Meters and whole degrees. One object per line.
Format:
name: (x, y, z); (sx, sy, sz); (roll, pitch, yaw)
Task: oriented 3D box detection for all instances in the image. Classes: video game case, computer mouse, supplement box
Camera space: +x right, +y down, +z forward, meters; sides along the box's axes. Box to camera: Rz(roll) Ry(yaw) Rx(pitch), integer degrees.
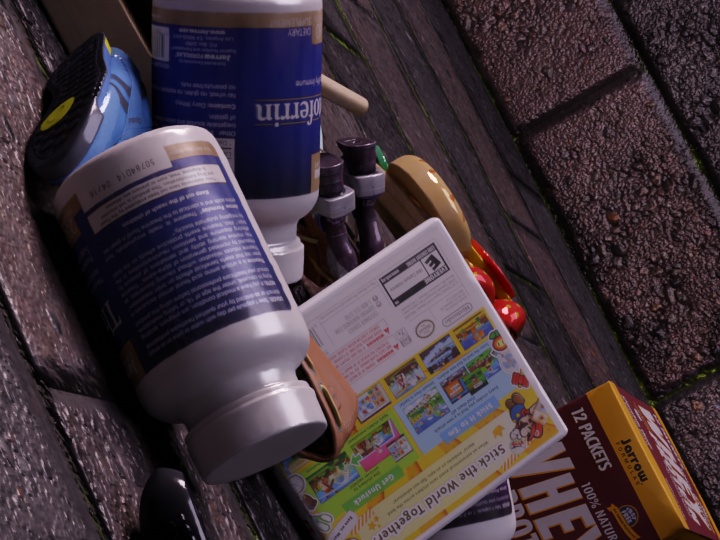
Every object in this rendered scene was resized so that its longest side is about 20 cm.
video game case: (0.022, 0.090, 1.575); (0.182, 0.200, 0.023); (58, -23, -6)
computer mouse: (-0.079, 0.203, 1.249); (0.059, 0.034, 0.200); (93, -25, -80)
supplement box: (0.167, 0.205, 1.865); (0.133, 0.200, 0.197); (64, 12, 17)

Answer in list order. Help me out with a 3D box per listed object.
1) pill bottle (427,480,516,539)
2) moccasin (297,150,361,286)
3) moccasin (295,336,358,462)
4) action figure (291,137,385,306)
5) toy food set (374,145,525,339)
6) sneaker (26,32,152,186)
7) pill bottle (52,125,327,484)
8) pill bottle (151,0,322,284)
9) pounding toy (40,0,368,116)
pill bottle: (0.051, 0.151, 1.651); (0.111, 0.111, 0.200); (5, 74, -76)
moccasin: (-0.022, -0.014, 1.882); (0.202, 0.078, 0.074); (61, 23, -30)
moccasin: (-0.082, 0.046, 1.480); (0.201, 0.074, 0.078); (53, 15, -13)
action figure: (0.000, 0.000, 1.792); (0.069, 0.130, 0.200); (9, -68, 54)
toy food set: (0.070, -0.020, 1.908); (0.200, 0.049, 0.198); (53, -3, -16)
sneaker: (-0.164, -0.090, 1.471); (0.078, 0.066, 0.200); (50, 13, -18)
pill bottle: (-0.099, 0.023, 1.378); (0.200, 0.111, 0.111); (64, 12, 15)
pill bottle: (-0.084, -0.093, 1.543); (0.116, 0.116, 0.200); (-59, 151, -77)
pounding toy: (-0.116, -0.170, 1.691); (0.200, 0.142, 0.184); (61, 12, 1)
